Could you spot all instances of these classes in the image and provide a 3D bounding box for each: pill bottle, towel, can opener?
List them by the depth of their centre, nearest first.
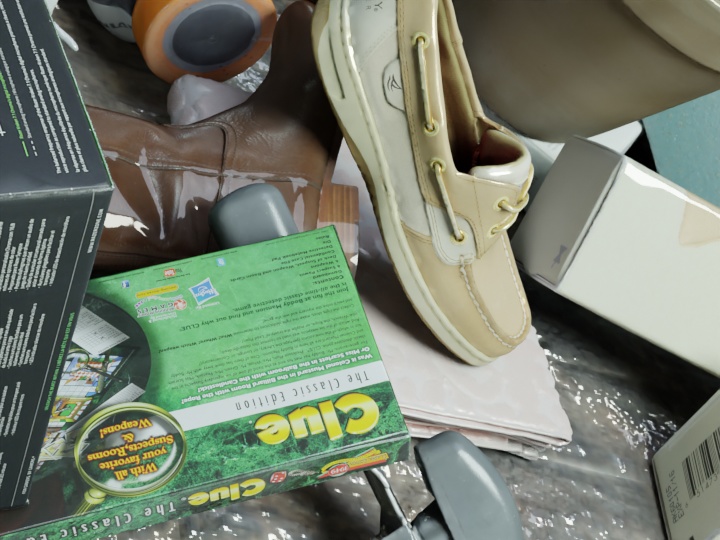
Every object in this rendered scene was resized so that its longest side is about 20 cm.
[{"bbox_3d":[0.005,0.050,0.759,0.053,0.067,0.200,-171,-123,-84],"label":"can opener"},{"bbox_3d":[0.000,0.000,0.894,0.191,0.032,0.200,14,42,-32],"label":"towel"},{"bbox_3d":[-0.107,-0.190,0.949,0.106,0.106,0.200,7,45,-36],"label":"pill bottle"}]

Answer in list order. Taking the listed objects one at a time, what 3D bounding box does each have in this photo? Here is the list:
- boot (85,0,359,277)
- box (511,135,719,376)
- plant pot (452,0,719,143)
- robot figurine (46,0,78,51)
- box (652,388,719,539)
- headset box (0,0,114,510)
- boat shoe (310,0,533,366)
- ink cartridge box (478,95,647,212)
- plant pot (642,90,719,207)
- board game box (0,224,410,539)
[{"bbox_3d":[-0.103,-0.071,0.823,0.199,0.064,0.187,7,48,-14],"label":"boot"},{"bbox_3d":[0.190,0.011,0.970,0.200,0.078,0.095,27,5,-18],"label":"box"},{"bbox_3d":[0.143,-0.164,0.992,0.200,0.173,0.200,21,52,-29],"label":"plant pot"},{"bbox_3d":[-0.216,-0.157,0.807,0.200,0.113,0.170,14,76,-30],"label":"robot figurine"},{"bbox_3d":[0.261,0.129,0.926,0.200,0.095,0.078,23,37,-23],"label":"box"},{"bbox_3d":[-0.196,0.007,0.555,0.200,0.174,0.093,-8,54,-26],"label":"headset box"},{"bbox_3d":[0.044,-0.043,0.823,0.200,0.069,0.074,64,27,-28],"label":"boat shoe"},{"bbox_3d":[0.097,-0.129,1.116,0.174,0.044,0.200,41,35,6],"label":"ink cartridge box"},{"bbox_3d":[0.295,-0.151,1.116,0.196,0.200,0.197,-29,104,-52],"label":"plant pot"},{"bbox_3d":[-0.091,0.048,0.677,0.199,0.023,0.105,-12,53,-10],"label":"board game box"}]
